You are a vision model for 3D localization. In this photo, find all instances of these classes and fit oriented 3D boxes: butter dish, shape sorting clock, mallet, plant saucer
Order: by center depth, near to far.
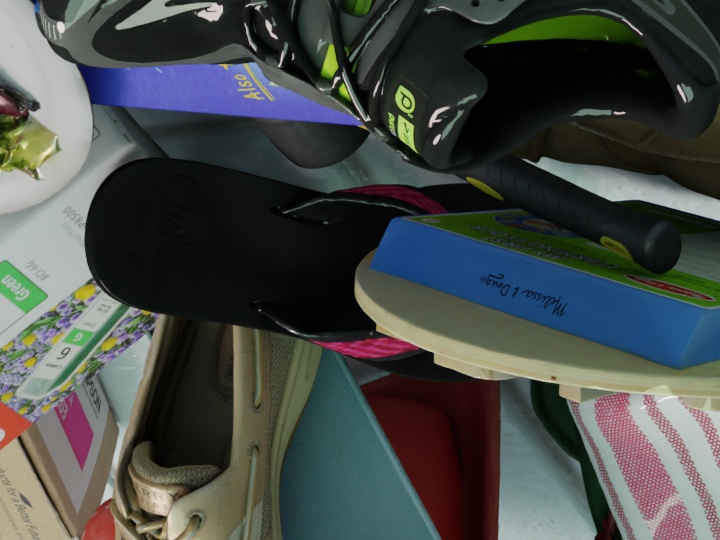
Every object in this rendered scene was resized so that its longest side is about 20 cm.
[{"bbox_3d":[0.097,0.011,0.779,0.200,0.039,0.200,6,-168,-1],"label":"shape sorting clock"},{"bbox_3d":[0.030,-0.036,0.797,0.200,0.041,0.066,31,164,35],"label":"mallet"},{"bbox_3d":[-0.024,0.066,0.923,0.070,0.200,0.019,-36,157,17],"label":"plant saucer"},{"bbox_3d":[-0.049,0.129,0.992,0.148,0.200,0.199,20,151,-33],"label":"butter dish"}]

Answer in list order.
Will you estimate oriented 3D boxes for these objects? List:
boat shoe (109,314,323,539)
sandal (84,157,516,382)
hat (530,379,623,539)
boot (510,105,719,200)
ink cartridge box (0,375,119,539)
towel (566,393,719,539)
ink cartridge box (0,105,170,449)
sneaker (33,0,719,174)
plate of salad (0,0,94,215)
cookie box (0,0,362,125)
[{"bbox_3d":[-0.067,0.086,0.893,0.071,0.200,0.065,7,174,31],"label":"boat shoe"},{"bbox_3d":[0.000,0.000,0.861,0.200,0.075,0.045,7,179,-24],"label":"sandal"},{"bbox_3d":[0.131,0.132,0.954,0.165,0.176,0.200,14,148,3],"label":"hat"},{"bbox_3d":[0.150,-0.063,0.754,0.200,0.066,0.175,15,161,3],"label":"boot"},{"bbox_3d":[-0.212,0.042,1.070,0.165,0.075,0.200,7,147,13],"label":"ink cartridge box"},{"bbox_3d":[0.171,0.092,0.866,0.200,0.030,0.146,-18,97,45],"label":"towel"},{"bbox_3d":[-0.151,0.021,0.899,0.200,0.050,0.109,-39,150,1],"label":"ink cartridge box"},{"bbox_3d":[0.007,-0.070,0.646,0.199,0.083,0.071,4,147,6],"label":"sneaker"},{"bbox_3d":[-0.185,-0.067,0.771,0.200,0.048,0.200,12,149,7],"label":"plate of salad"},{"bbox_3d":[-0.074,-0.128,0.738,0.200,0.075,0.171,6,147,16],"label":"cookie box"}]
